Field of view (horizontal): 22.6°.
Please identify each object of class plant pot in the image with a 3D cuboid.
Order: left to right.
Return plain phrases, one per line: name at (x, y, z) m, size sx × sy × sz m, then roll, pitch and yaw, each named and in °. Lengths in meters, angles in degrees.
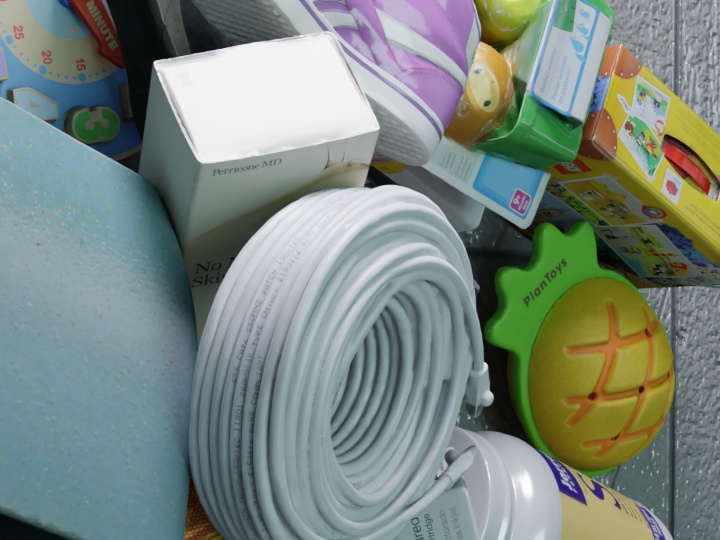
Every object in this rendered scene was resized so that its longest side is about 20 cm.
plant pot at (-0.196, 0.030, 0.890) m, size 0.196 × 0.195 × 0.202 m, roll 29°, pitch 63°, yaw -38°

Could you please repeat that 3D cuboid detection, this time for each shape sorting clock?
shape sorting clock at (-0.166, -0.159, 1.025) m, size 0.199 × 0.039 × 0.202 m, roll 3°, pitch 85°, yaw -43°

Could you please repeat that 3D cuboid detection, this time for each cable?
cable at (-0.009, 0.053, 0.913) m, size 0.200 × 0.069 × 0.202 m, roll -40°, pitch 135°, yaw -45°

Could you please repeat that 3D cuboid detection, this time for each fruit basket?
fruit basket at (0.061, -0.150, 1.088) m, size 0.199 × 0.093 × 0.187 m, roll 32°, pitch 67°, yaw -34°

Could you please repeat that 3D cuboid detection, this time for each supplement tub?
supplement tub at (0.102, 0.192, 1.187) m, size 0.199 × 0.145 × 0.147 m, roll 30°, pitch 68°, yaw -39°

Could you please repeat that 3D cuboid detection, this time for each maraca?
maraca at (0.153, 0.057, 1.263) m, size 0.137 × 0.107 × 0.201 m, roll -48°, pitch 125°, yaw -24°

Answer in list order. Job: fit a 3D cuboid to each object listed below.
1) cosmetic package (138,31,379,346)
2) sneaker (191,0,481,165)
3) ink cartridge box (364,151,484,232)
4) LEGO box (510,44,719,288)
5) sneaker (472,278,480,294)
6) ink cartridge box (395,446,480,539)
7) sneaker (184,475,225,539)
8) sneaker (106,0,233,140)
cosmetic package at (-0.064, -0.027, 0.972) m, size 0.103 × 0.201 × 0.073 m, roll -13°, pitch 58°, yaw -21°
sneaker at (-0.014, -0.160, 0.988) m, size 0.200 × 0.072 × 0.115 m, roll 39°, pitch 70°, yaw -31°
ink cartridge box at (0.008, -0.134, 1.157) m, size 0.200 × 0.085 × 0.149 m, roll 36°, pitch 64°, yaw -35°
LEGO box at (0.174, -0.066, 1.265) m, size 0.200 × 0.148 × 0.078 m, roll 35°, pitch 65°, yaw -36°
sneaker at (0.000, 0.000, 1.081) m, size 0.098 × 0.200 × 0.071 m, roll 39°, pitch 82°, yaw -19°
ink cartridge box at (-0.021, 0.203, 1.037) m, size 0.198 × 0.084 × 0.146 m, roll -15°, pitch 101°, yaw 1°
sneaker at (-0.093, 0.129, 0.965) m, size 0.200 × 0.077 × 0.073 m, roll -50°, pitch 165°, yaw -16°
sneaker at (-0.082, -0.136, 1.029) m, size 0.114 × 0.076 × 0.201 m, roll -23°, pitch 105°, yaw -34°
